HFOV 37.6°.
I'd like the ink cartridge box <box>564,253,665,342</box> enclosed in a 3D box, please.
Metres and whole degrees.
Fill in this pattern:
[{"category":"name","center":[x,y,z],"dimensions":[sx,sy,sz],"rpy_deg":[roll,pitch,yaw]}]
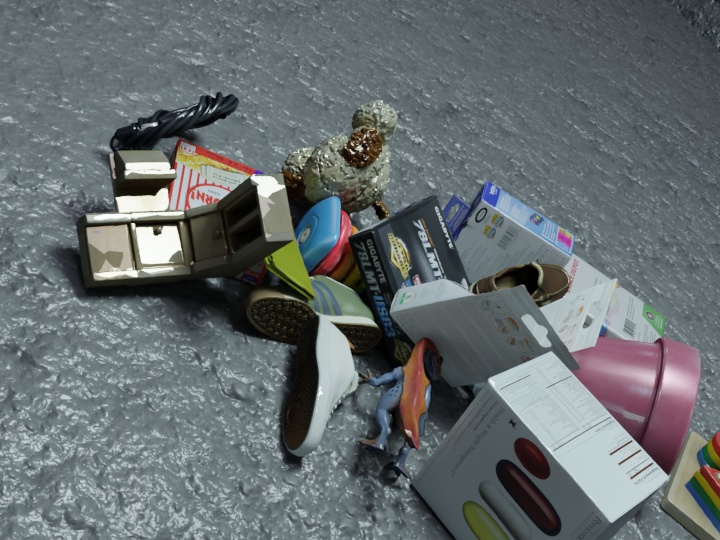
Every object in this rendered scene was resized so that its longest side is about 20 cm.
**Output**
[{"category":"ink cartridge box","center":[0.376,0.080,1.679],"dimensions":[0.198,0.084,0.145],"rpy_deg":[34,33,1]}]

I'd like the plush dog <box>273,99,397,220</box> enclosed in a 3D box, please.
[{"category":"plush dog","center":[-0.026,-0.136,1.507],"dimensions":[0.162,0.198,0.171],"rpy_deg":[63,21,8]}]

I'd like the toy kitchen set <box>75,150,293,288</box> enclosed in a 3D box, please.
[{"category":"toy kitchen set","center":[-0.214,-0.085,1.237],"dimensions":[0.197,0.180,0.166],"rpy_deg":[-5,79,-32]}]

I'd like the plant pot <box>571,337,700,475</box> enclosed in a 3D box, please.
[{"category":"plant pot","center":[0.347,0.176,1.455],"dimensions":[0.176,0.203,0.201],"rpy_deg":[17,32,6]}]

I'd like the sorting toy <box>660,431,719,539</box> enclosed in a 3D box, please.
[{"category":"sorting toy","center":[0.549,0.330,1.520],"dimensions":[0.198,0.070,0.200],"rpy_deg":[39,34,9]}]

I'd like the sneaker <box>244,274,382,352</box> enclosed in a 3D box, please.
[{"category":"sneaker","center":[-0.068,0.044,1.370],"dimensions":[0.198,0.067,0.091],"rpy_deg":[16,34,-31]}]

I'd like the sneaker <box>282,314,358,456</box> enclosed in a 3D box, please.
[{"category":"sneaker","center":[-0.037,0.144,1.258],"dimensions":[0.084,0.073,0.202],"rpy_deg":[36,38,-23]}]

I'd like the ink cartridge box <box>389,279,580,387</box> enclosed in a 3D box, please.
[{"category":"ink cartridge box","center":[0.159,0.072,1.332],"dimensions":[0.161,0.198,0.051],"rpy_deg":[50,43,-31]}]

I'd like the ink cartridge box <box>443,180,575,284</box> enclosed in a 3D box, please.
[{"category":"ink cartridge box","center":[0.215,-0.041,1.650],"dimensions":[0.198,0.137,0.077],"rpy_deg":[31,31,-4]}]

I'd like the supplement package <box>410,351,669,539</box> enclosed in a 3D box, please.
[{"category":"supplement package","center":[0.203,0.243,1.224],"dimensions":[0.146,0.193,0.200],"rpy_deg":[-14,54,-48]}]

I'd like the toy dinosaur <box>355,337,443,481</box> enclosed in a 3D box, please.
[{"category":"toy dinosaur","center":[0.070,0.155,1.276],"dimensions":[0.105,0.199,0.183],"rpy_deg":[38,62,-19]}]

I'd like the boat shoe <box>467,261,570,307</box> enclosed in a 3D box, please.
[{"category":"boat shoe","center":[0.243,0.023,1.524],"dimensions":[0.200,0.075,0.075],"rpy_deg":[-15,69,-39]}]

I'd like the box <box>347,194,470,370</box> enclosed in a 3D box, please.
[{"category":"box","center":[0.081,0.016,1.459],"dimensions":[0.198,0.049,0.203],"rpy_deg":[-28,99,-53]}]

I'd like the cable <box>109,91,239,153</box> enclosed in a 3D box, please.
[{"category":"cable","center":[-0.247,-0.215,1.472],"dimensions":[0.200,0.161,0.052],"rpy_deg":[-35,104,-56]}]

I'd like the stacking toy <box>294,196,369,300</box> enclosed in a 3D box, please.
[{"category":"stacking toy","center":[0.000,0.000,1.465],"dimensions":[0.198,0.116,0.111],"rpy_deg":[32,33,-23]}]

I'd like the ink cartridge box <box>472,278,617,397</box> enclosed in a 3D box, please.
[{"category":"ink cartridge box","center":[0.257,0.102,1.429],"dimensions":[0.048,0.198,0.161],"rpy_deg":[53,38,-15]}]

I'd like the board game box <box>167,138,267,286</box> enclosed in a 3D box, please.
[{"category":"board game box","center":[-0.194,-0.081,1.435],"dimensions":[0.149,0.047,0.202],"rpy_deg":[20,35,-19]}]

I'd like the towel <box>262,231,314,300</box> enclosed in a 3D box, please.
[{"category":"towel","center":[-0.104,-0.042,1.366],"dimensions":[0.086,0.018,0.201],"rpy_deg":[36,18,-32]}]

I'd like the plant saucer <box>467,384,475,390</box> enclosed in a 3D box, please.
[{"category":"plant saucer","center":[0.192,0.112,1.526],"dimensions":[0.199,0.019,0.071],"rpy_deg":[-26,88,-54]}]
